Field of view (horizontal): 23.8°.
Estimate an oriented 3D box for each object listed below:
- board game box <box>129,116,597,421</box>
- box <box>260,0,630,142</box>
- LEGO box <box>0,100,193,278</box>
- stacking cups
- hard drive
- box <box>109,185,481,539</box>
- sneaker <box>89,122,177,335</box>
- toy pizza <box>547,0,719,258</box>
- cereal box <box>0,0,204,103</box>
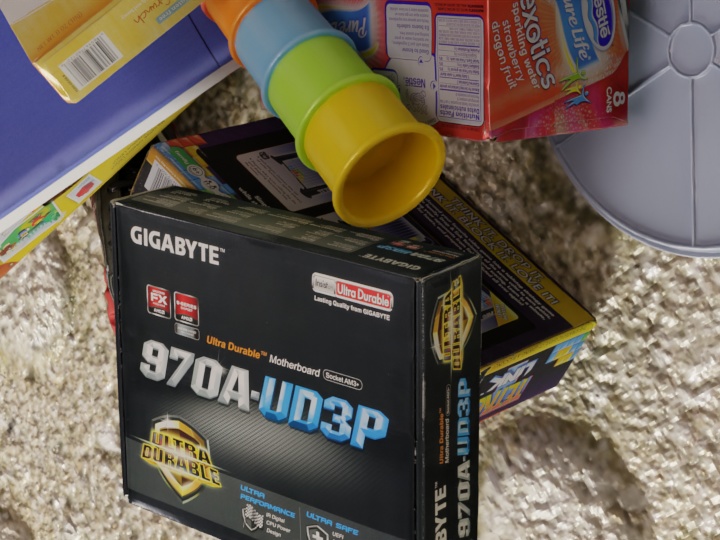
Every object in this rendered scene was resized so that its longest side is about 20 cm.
[{"bbox_3d":[0.000,0.000,0.901,0.200,0.165,0.057,45,126,24],"label":"board game box"},{"bbox_3d":[0.036,-0.126,0.864,0.199,0.095,0.101,14,109,53],"label":"box"},{"bbox_3d":[-0.201,-0.115,1.002,0.200,0.077,0.149,-41,72,5],"label":"LEGO box"},{"bbox_3d":[-0.031,-0.110,0.835,0.201,0.060,0.061,56,129,34],"label":"stacking cups"},{"bbox_3d":[-0.171,-0.116,0.939,0.199,0.025,0.133,-33,72,7],"label":"hard drive"},{"bbox_3d":[-0.033,0.056,0.802,0.199,0.046,0.160,15,112,39],"label":"box"},{"bbox_3d":[-0.132,-0.040,1.049,0.098,0.070,0.202,-178,75,-74],"label":"sneaker"},{"bbox_3d":[0.167,-0.107,0.826,0.199,0.032,0.202,9,103,42],"label":"toy pizza"},{"bbox_3d":[-0.135,-0.189,0.890,0.144,0.040,0.200,-39,46,1],"label":"cereal box"}]
